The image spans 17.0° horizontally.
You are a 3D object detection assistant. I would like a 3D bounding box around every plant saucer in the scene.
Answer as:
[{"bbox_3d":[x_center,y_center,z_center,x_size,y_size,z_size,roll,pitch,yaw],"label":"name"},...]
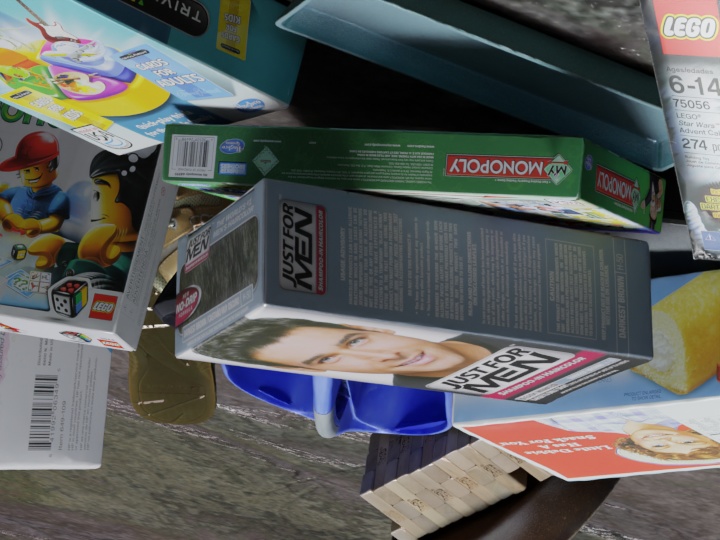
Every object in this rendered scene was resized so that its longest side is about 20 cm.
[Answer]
[{"bbox_3d":[0.065,-0.090,1.060,0.199,0.019,0.070,20,163,-18],"label":"plant saucer"},{"bbox_3d":[0.088,0.137,1.514,0.032,0.200,0.200,50,151,-15],"label":"plant saucer"}]

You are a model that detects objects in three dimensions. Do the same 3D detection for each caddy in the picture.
[{"bbox_3d":[-0.009,0.044,1.393,0.140,0.106,0.200,12,164,7],"label":"caddy"}]

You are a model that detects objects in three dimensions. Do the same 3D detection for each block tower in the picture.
[{"bbox_3d":[0.084,0.097,1.447,0.058,0.054,0.199,38,130,-27],"label":"block tower"}]

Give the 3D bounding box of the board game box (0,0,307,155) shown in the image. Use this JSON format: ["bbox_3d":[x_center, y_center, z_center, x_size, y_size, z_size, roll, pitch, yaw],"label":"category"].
[{"bbox_3d":[-0.146,-0.119,1.082,0.199,0.047,0.151,24,160,-31],"label":"board game box"}]

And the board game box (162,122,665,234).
[{"bbox_3d":[0.027,-0.042,1.112,0.199,0.029,0.134,3,175,23],"label":"board game box"}]

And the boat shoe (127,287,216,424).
[{"bbox_3d":[-0.112,0.020,1.469,0.071,0.066,0.201,1,145,-5],"label":"boat shoe"}]

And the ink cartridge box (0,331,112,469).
[{"bbox_3d":[-0.260,0.036,1.405,0.145,0.148,0.199,5,179,33],"label":"ink cartridge box"}]

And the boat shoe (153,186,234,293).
[{"bbox_3d":[-0.089,-0.016,1.314,0.199,0.077,0.072,-4,154,41],"label":"boat shoe"}]

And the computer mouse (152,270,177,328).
[{"bbox_3d":[0.000,0.000,1.250,0.199,0.046,0.140,-10,165,26],"label":"computer mouse"}]

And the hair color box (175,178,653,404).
[{"bbox_3d":[0.025,0.013,1.106,0.199,0.061,0.099,9,160,-26],"label":"hair color box"}]

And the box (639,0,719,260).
[{"bbox_3d":[0.212,-0.059,0.905,0.199,0.040,0.138,5,132,28],"label":"box"}]

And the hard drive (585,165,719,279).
[{"bbox_3d":[0.189,-0.001,1.223,0.139,0.033,0.200,6,162,23],"label":"hard drive"}]

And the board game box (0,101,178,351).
[{"bbox_3d":[-0.195,-0.035,1.253,0.198,0.127,0.035,7,163,18],"label":"board game box"}]

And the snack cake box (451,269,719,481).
[{"bbox_3d":[0.158,0.053,1.209,0.199,0.068,0.115,-9,158,36],"label":"snack cake box"}]
